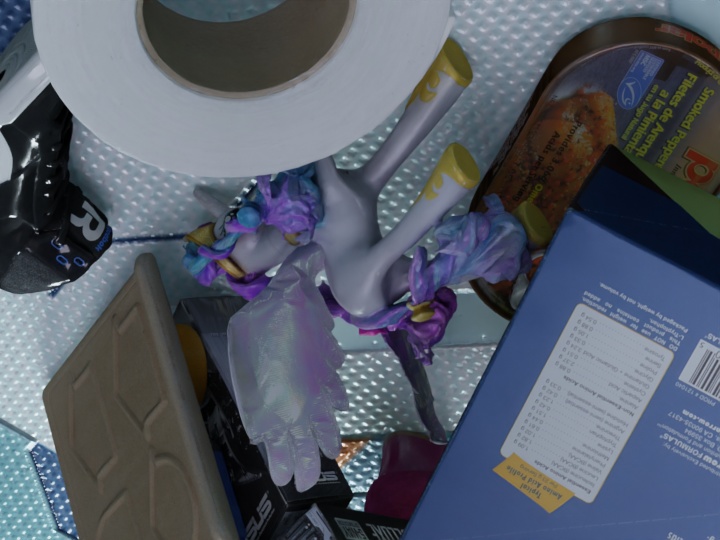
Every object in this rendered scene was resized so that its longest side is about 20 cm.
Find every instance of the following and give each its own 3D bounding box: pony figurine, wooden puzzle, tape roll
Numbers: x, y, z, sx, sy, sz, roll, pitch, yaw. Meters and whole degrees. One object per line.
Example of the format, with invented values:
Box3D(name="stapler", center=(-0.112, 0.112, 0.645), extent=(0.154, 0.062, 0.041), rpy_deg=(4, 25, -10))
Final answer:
Box3D(name="pony figurine", center=(0.000, 0.000, 0.967), extent=(0.200, 0.166, 0.193), rpy_deg=(-34, 73, 31))
Box3D(name="wooden puzzle", center=(-0.121, 0.114, 1.045), extent=(0.046, 0.186, 0.200), rpy_deg=(-4, 152, -30))
Box3D(name="tape roll", center=(-0.058, -0.143, 0.863), extent=(0.202, 0.071, 0.203), rpy_deg=(-7, 130, -9))

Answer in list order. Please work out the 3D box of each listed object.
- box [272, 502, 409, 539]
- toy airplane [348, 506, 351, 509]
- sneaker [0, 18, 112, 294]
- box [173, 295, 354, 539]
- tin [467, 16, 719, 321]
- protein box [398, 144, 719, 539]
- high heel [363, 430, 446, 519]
Box3D(name="box", center=(-0.039, 0.217, 1.023), extent=(0.200, 0.050, 0.158), rpy_deg=(-43, 148, 18))
Box3D(name="toy airplane", center=(0.005, 0.248, 1.174), extent=(0.200, 0.141, 0.199), rpy_deg=(33, 91, -10))
Box3D(name="sneaker", center=(-0.171, -0.058, 0.999), extent=(0.112, 0.073, 0.200), rpy_deg=(33, 133, -20))
Box3D(name="box", center=(-0.090, 0.139, 1.079), extent=(0.048, 0.159, 0.200), rpy_deg=(-3, 137, -35))
Box3D(name="tin", center=(0.130, -0.049, 0.979), extent=(0.112, 0.042, 0.200), rpy_deg=(25, 127, -6))
Box3D(name="protein box", center=(0.159, 0.080, 0.909), extent=(0.198, 0.135, 0.200), rpy_deg=(28, 113, 7))
Box3D(name="high heel", center=(0.101, 0.159, 1.104), extent=(0.200, 0.096, 0.067), rpy_deg=(19, 127, -6))
